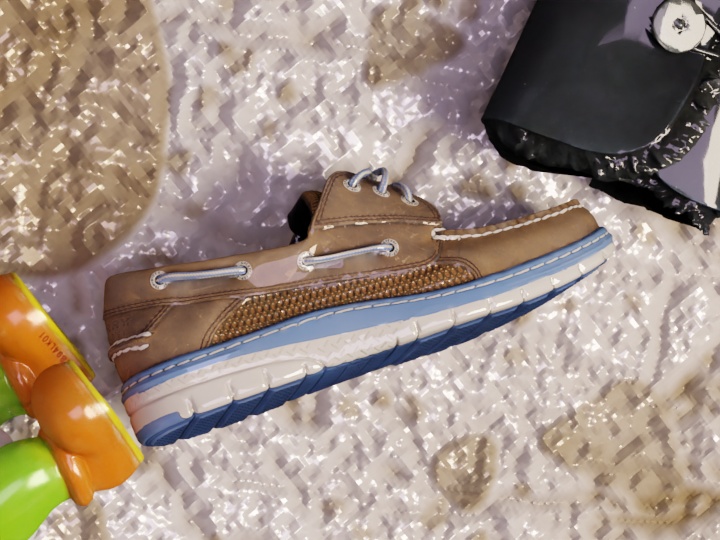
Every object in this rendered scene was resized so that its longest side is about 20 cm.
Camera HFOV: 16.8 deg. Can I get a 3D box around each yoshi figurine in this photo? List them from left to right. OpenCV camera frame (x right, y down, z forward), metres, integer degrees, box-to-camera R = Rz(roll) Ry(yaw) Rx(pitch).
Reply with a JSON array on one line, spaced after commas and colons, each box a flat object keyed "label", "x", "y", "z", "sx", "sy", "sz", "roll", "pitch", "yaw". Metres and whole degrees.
[{"label": "yoshi figurine", "x": -0.187, "y": 0.082, "z": 0.871, "sx": 0.200, "sy": 0.112, "sz": 0.112, "roll": -37, "pitch": 89, "yaw": -3}]

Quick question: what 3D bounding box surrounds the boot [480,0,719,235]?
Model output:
[{"label": "boot", "x": 0.085, "y": -0.123, "z": 0.911, "sx": 0.200, "sy": 0.076, "sz": 0.168, "roll": 27, "pitch": 87, "yaw": -19}]

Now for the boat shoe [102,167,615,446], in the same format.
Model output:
[{"label": "boat shoe", "x": 0.000, "y": 0.000, "z": 0.910, "sx": 0.200, "sy": 0.072, "sz": 0.072, "roll": -18, "pitch": 81, "yaw": -21}]
